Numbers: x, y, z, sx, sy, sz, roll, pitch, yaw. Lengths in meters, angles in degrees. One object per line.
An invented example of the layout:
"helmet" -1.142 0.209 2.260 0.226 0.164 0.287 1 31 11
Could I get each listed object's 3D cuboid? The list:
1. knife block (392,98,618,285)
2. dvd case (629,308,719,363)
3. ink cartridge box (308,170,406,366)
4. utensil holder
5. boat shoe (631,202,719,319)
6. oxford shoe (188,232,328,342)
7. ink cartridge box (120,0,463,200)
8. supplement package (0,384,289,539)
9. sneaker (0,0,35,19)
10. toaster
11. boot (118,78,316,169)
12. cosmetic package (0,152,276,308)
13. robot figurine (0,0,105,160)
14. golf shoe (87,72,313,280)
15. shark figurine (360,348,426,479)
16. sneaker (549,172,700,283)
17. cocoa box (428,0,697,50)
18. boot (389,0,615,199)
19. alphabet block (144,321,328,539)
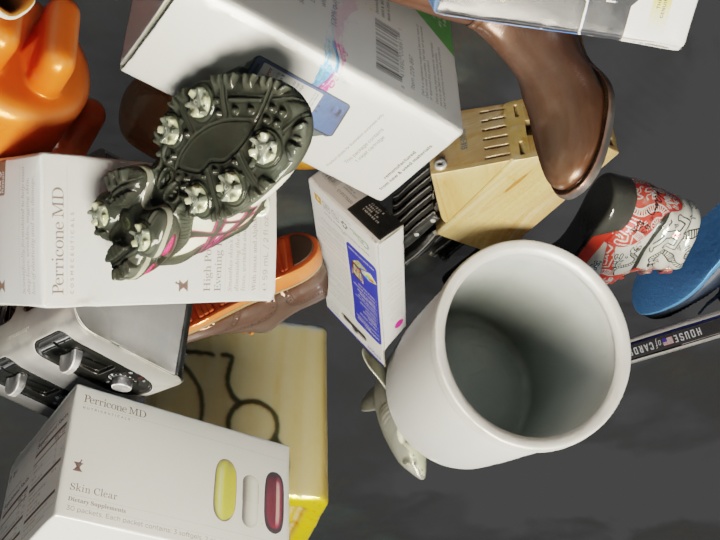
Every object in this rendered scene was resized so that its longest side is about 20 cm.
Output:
"knife block" 0.118 -0.059 0.815 0.197 0.065 0.176 -9 144 11
"dvd case" 0.330 0.057 0.930 0.149 0.025 0.199 -11 170 -42
"ink cartridge box" 0.000 0.000 0.867 0.037 0.095 0.201 -34 149 -21
"utensil holder" 0.119 0.087 0.843 0.167 0.173 0.200 6 161 -10
"boat shoe" 0.338 -0.011 0.875 0.068 0.085 0.200 14 144 -26
"oxford shoe" -0.120 0.040 0.872 0.198 0.072 0.073 -22 132 -4
"ink cartridge box" -0.039 -0.157 0.602 0.198 0.147 0.087 24 138 -32
"supplement package" -0.180 0.203 0.791 0.198 0.112 0.156 22 135 -28
"sneaker" -0.251 -0.190 0.574 0.197 0.086 0.073 -6 -174 26
"toaster" -0.224 0.011 0.802 0.179 0.203 0.118 -20 143 38
"boot" -0.076 -0.106 0.737 0.199 0.072 0.143 11 -176 34
"cosmetic package" -0.156 -0.026 0.686 0.073 0.103 0.198 0 -178 42
"robot figurine" -0.270 -0.120 0.674 0.199 0.117 0.143 -38 175 40
"golf shoe" -0.086 -0.060 0.576 0.087 0.078 0.199 -12 170 -47
"shark figurine" 0.042 0.120 1.006 0.128 0.215 0.089 47 124 -5
"sneaker" 0.232 -0.004 0.891 0.106 0.068 0.202 12 140 -14
"cocoa box" 0.103 -0.229 0.459 0.129 0.134 0.203 5 118 -7
"boot" 0.061 -0.151 0.585 0.198 0.189 0.064 17 147 -29
"alphabet block" -0.143 0.184 1.025 0.192 0.202 0.197 7 144 -10
